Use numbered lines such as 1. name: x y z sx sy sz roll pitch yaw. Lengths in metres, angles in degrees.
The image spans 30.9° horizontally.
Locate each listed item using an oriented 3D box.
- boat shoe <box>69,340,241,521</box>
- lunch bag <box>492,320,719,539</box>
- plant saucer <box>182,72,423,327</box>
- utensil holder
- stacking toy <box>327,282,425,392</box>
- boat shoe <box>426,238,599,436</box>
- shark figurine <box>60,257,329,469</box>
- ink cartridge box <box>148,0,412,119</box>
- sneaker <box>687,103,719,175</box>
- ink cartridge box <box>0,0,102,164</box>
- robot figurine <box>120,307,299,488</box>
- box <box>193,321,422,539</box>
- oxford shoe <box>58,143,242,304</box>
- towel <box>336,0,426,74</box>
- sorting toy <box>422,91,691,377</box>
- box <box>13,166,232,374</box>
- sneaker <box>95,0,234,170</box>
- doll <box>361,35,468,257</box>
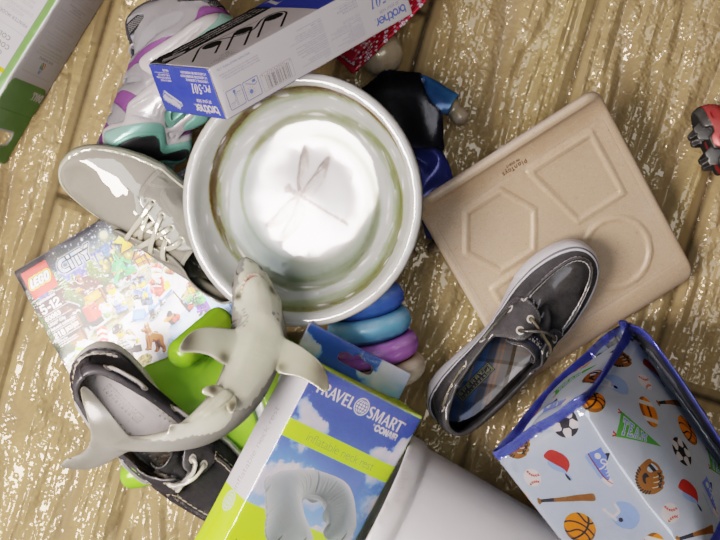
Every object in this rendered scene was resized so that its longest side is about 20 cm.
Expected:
1. boat shoe: -0.154 0.140 1.039 0.074 0.060 0.201 -38 105 4
2. lunch bag: 0.230 0.147 1.079 0.123 0.200 0.171 -37 88 35
3. plant saucer: -0.044 -0.057 1.061 0.197 0.050 0.204 1 93 11
4. utensil holder: 0.086 0.262 1.096 0.198 0.170 0.172 30 92 0
5. stacking toy: 0.000 0.000 1.119 0.084 0.085 0.203 -10 100 3
6. boat shoe: 0.132 0.061 1.102 0.200 0.066 0.070 -44 108 7
7. shark figurine: -0.114 0.102 0.991 0.128 0.090 0.214 39 57 11
8. ink cartridge box: -0.062 -0.185 1.040 0.199 0.093 0.045 -34 119 -29
9. sneaker: 0.363 -0.063 1.127 0.097 0.071 0.203 -24 88 5
10. ink cartridge box: -0.299 -0.197 1.141 0.059 0.104 0.202 32 92 2
11. robot figurine: -0.119 0.122 1.128 0.197 0.116 0.178 -16 107 3
12. box: -0.037 0.158 1.049 0.121 0.048 0.202 28 90 -34
13. oxford shoe: -0.167 -0.039 1.098 0.199 0.058 0.075 33 122 -10
14. towel: 0.016 -0.290 1.148 0.200 0.022 0.145 -46 70 2
15. sorting toy: 0.169 -0.028 1.135 0.184 0.037 0.201 -32 109 2
16. box: -0.191 0.011 1.170 0.198 0.038 0.138 -31 89 2
17. sneaker: -0.184 -0.171 1.145 0.200 0.077 0.141 -43 52 18
18. doll: 0.031 -0.112 1.154 0.134 0.048 0.203 -10 90 2
